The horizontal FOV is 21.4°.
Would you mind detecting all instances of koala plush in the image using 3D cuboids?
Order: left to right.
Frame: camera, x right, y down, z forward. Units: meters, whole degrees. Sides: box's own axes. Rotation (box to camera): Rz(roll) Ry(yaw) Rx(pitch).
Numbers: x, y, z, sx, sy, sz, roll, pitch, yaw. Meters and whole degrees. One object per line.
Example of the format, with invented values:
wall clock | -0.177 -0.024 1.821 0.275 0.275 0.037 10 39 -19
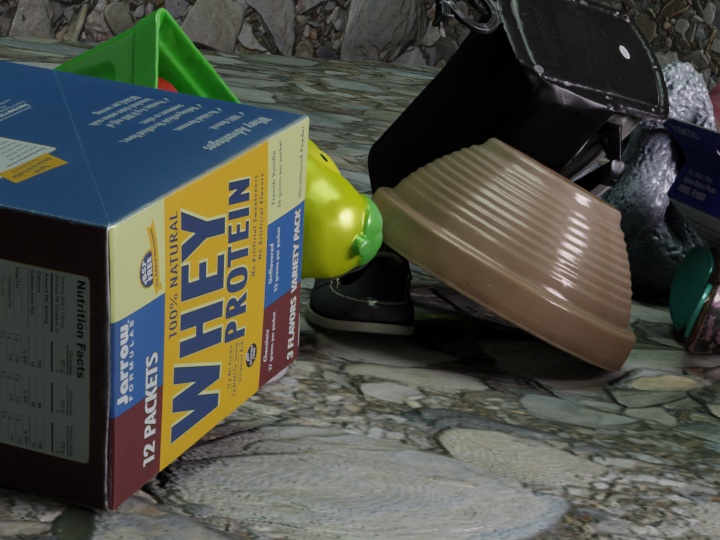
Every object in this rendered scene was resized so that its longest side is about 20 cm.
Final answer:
koala plush | 0.185 -0.055 1.558 0.199 0.185 0.177 -11 -5 -5

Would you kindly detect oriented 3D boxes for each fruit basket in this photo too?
fruit basket | -0.083 -0.060 1.227 0.214 0.157 0.216 -1 -23 0

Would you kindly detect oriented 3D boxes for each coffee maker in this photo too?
coffee maker | 0.089 -0.108 1.370 0.191 0.200 0.135 29 41 -15

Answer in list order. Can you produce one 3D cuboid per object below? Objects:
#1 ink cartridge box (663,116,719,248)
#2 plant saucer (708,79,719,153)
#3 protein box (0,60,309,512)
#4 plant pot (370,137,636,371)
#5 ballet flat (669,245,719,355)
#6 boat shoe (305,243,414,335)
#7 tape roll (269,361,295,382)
ink cartridge box | 0.299 -0.016 1.375 0.200 0.043 0.196 47 -3 -20
plant saucer | 0.314 -0.062 1.556 0.050 0.202 0.201 -13 13 -5
protein box | -0.157 -0.005 0.922 0.199 0.136 0.198 12 22 21
plant pot | 0.107 -0.023 1.255 0.200 0.093 0.201 30 7 -4
ballet flat | 0.262 0.031 1.360 0.071 0.069 0.200 26 10 1
boat shoe | 0.000 0.000 1.312 0.072 0.063 0.200 6 10 -6
tape roll | -0.137 0.029 1.128 0.201 0.037 0.203 7 10 -1
